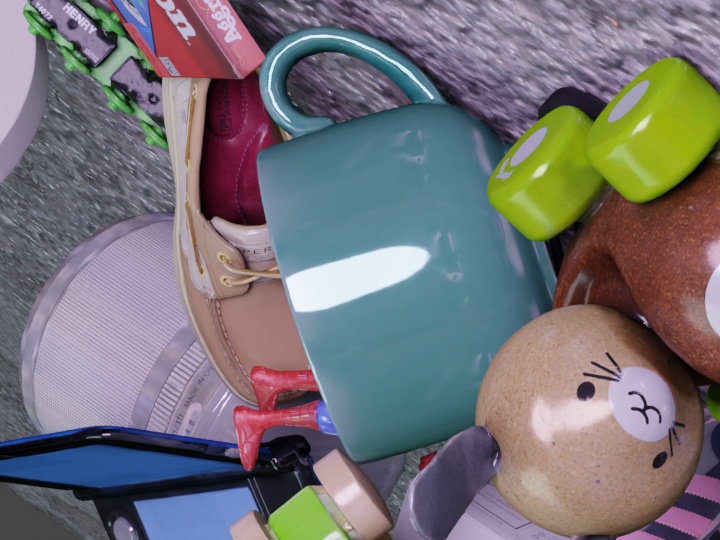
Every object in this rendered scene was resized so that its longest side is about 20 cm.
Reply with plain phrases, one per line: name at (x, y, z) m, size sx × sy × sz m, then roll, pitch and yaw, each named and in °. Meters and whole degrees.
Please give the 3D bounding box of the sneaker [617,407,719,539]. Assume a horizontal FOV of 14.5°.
sneaker at (0.133, 0.134, 1.334) m, size 0.082 × 0.200 × 0.070 m, roll 25°, pitch 141°, yaw 48°

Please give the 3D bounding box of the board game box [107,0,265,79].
board game box at (-0.124, -0.175, 1.335) m, size 0.200 × 0.019 × 0.103 m, roll 56°, pitch 160°, yaw -19°

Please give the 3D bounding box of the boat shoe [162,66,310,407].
boat shoe at (-0.059, -0.022, 1.433) m, size 0.066 × 0.074 × 0.200 m, roll -149°, pitch 45°, yaw -74°

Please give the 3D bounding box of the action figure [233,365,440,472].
action figure at (0.042, 0.069, 1.376) m, size 0.200 × 0.065 × 0.052 m, roll -5°, pitch 114°, yaw 17°

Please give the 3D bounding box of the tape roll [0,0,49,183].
tape roll at (-0.281, -0.111, 1.636) m, size 0.203 × 0.203 × 0.037 m, roll 34°, pitch 166°, yaw 20°

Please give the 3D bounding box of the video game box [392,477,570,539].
video game box at (0.147, 0.153, 1.457) m, size 0.200 × 0.047 × 0.182 m, roll 32°, pitch -151°, yaw 31°

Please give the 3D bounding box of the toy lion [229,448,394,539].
toy lion at (0.028, 0.180, 1.336) m, size 0.200 × 0.069 × 0.192 m, roll 53°, pitch -177°, yaw 33°

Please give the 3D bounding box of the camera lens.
camera lens at (-0.088, 0.069, 1.638) m, size 0.200 × 0.160 × 0.160 m, roll 32°, pitch 164°, yaw 39°

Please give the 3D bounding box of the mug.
mug at (0.025, -0.013, 1.290) m, size 0.152 × 0.114 × 0.185 m, roll -99°, pitch -9°, yaw -61°

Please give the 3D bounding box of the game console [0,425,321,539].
game console at (-0.114, 0.146, 1.481) m, size 0.200 × 0.118 × 0.171 m, roll -12°, pitch 102°, yaw 53°

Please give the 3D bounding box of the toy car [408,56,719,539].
toy car at (0.104, 0.050, 1.111) m, size 0.164 × 0.200 × 0.158 m, roll 43°, pitch 155°, yaw -12°

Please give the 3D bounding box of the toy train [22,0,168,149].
toy train at (-0.111, -0.093, 1.584) m, size 0.200 × 0.042 × 0.056 m, roll 44°, pitch -176°, yaw 0°

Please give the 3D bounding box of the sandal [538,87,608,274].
sandal at (0.110, -0.009, 1.261) m, size 0.075 × 0.045 × 0.200 m, roll 30°, pitch 163°, yaw 32°
